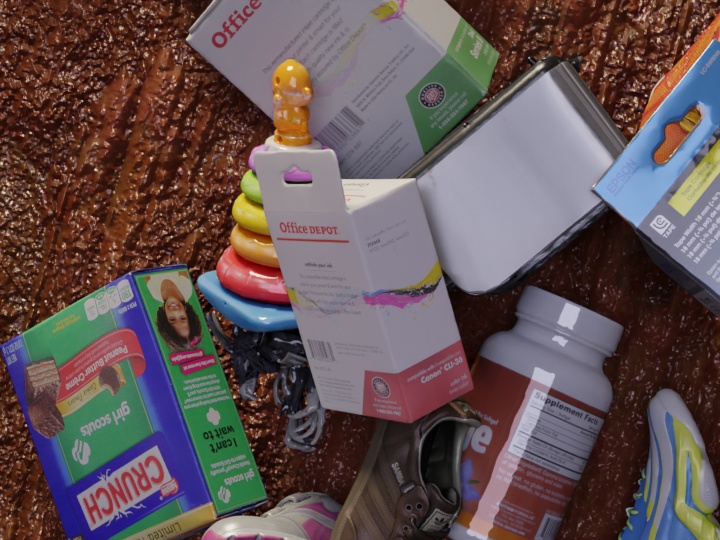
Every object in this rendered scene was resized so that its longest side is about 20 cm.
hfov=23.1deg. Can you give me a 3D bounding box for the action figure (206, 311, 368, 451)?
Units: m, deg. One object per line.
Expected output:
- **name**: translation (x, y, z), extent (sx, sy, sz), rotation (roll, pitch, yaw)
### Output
- **action figure**: translation (-0.033, 0.092, 1.392), extent (0.198, 0.119, 0.103), rotation (14, 83, 3)

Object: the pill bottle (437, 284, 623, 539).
- **pill bottle**: translation (0.127, 0.119, 1.368), extent (0.111, 0.112, 0.202), rotation (23, 89, 9)

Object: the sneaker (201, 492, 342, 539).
- **sneaker**: translation (-0.052, 0.218, 1.363), extent (0.082, 0.199, 0.088), rotation (-52, 47, 17)

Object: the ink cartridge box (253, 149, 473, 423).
- **ink cartridge box**: translation (0.000, 0.000, 1.264), extent (0.067, 0.116, 0.202), rotation (-25, 107, -32)

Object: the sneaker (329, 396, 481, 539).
- **sneaker**: translation (0.032, 0.183, 1.302), extent (0.075, 0.070, 0.202), rotation (12, 86, 50)

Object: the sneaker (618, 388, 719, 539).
- **sneaker**: translation (0.229, 0.198, 1.366), extent (0.104, 0.076, 0.202), rotation (-14, 85, 7)

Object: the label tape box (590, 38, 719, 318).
- **label tape box**: translation (0.282, -0.044, 1.259), extent (0.200, 0.063, 0.145), rotation (40, 88, 4)

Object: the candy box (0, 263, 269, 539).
- **candy box**: translation (-0.181, 0.120, 1.394), extent (0.168, 0.077, 0.202), rotation (-27, 82, 36)

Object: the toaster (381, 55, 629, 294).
- **toaster**: translation (0.124, -0.071, 1.348), extent (0.200, 0.181, 0.119), rotation (-39, 85, 6)

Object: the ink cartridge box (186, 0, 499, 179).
- **ink cartridge box**: translation (-0.013, -0.174, 1.367), extent (0.200, 0.088, 0.145), rotation (41, 120, -11)

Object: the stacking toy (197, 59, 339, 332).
- **stacking toy**: translation (-0.054, -0.062, 1.343), extent (0.109, 0.116, 0.202), rotation (-10, 113, -33)

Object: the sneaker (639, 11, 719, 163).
- **sneaker**: translation (0.276, -0.153, 1.381), extent (0.073, 0.077, 0.201), rotation (31, 100, 8)
